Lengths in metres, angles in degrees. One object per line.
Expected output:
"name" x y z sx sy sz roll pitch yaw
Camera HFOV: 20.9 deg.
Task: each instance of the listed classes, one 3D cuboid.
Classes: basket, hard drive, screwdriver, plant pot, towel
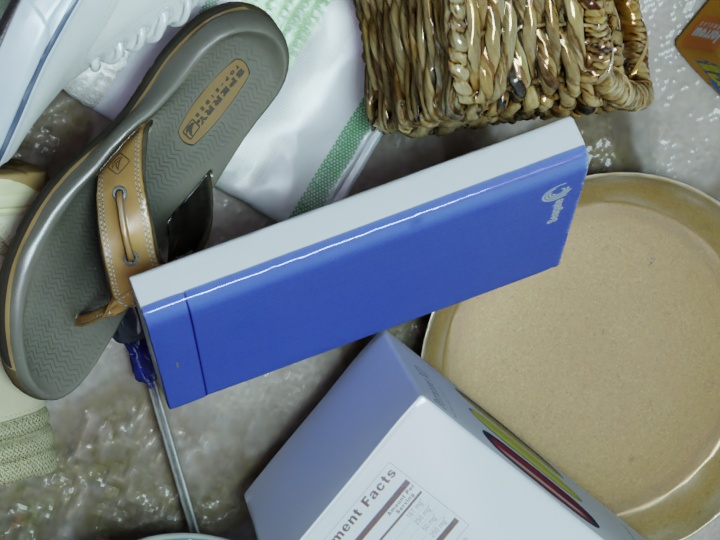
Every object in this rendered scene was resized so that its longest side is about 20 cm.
"basket" 0.078 -0.167 0.852 0.148 0.143 0.202 -7 90 -18
"hard drive" 0.000 0.000 0.871 0.199 0.132 0.026 -20 71 -8
"screwdriver" -0.097 0.068 0.941 0.028 0.029 0.201 -17 109 -10
"plant pot" 0.122 0.048 0.985 0.198 0.027 0.202 -3 102 -12
"towel" -0.064 -0.123 0.905 0.199 0.031 0.150 31 91 -17

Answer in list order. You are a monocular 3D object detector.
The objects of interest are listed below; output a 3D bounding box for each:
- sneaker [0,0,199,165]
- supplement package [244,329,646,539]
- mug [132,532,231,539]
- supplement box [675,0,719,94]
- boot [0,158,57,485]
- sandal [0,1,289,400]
"sneaker" -0.106 -0.124 0.850 0.071 0.073 0.201 31 95 -16
"supplement package" 0.058 0.140 0.915 0.200 0.114 0.110 39 95 -16
"mug" -0.096 0.189 0.886 0.184 0.152 0.115 5 112 -12
"supplement box" 0.246 -0.164 0.953 0.069 0.067 0.200 37 90 -17
"boot" -0.236 0.032 0.874 0.198 0.073 0.157 -5 102 -17
"sandal" -0.090 -0.026 0.865 0.200 0.054 0.082 -52 143 -6
